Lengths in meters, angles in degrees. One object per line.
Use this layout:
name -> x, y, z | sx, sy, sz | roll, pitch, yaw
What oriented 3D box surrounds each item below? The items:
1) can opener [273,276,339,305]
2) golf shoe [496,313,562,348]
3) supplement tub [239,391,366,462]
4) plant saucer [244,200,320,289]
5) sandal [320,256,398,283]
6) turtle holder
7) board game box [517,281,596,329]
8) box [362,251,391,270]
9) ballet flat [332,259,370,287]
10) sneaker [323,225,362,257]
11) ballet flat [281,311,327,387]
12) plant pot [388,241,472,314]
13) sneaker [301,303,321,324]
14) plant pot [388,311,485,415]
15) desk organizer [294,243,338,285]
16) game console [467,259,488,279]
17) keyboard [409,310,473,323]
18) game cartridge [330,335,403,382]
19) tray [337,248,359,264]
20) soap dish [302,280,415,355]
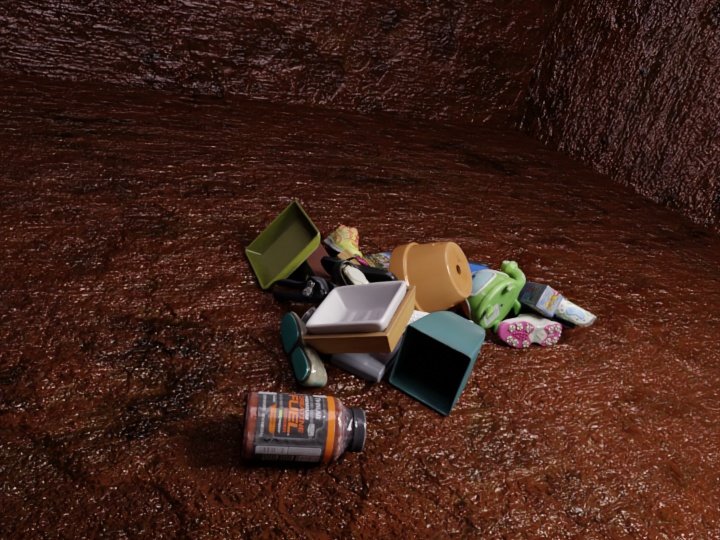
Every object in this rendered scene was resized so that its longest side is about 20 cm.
can opener -> -0.137, 0.049, 1.193 | 0.199, 0.064, 0.078 | -2, -24, 42
golf shoe -> 0.413, 0.147, 1.307 | 0.198, 0.076, 0.092 | 7, 20, -28
supplement tub -> -0.094, 0.259, 0.851 | 0.198, 0.108, 0.107 | 6, 30, -12
plant saucer -> -0.194, -0.061, 1.335 | 0.048, 0.200, 0.200 | 41, 7, -41
sandal -> 0.000, 0.000, 1.213 | 0.198, 0.075, 0.045 | 13, 55, 20
turtle holder -> 0.335, 0.052, 1.320 | 0.140, 0.186, 0.132 | 19, 15, -47
board game box -> 0.492, 0.093, 1.338 | 0.199, 0.062, 0.200 | 30, 1, 8
box -> 0.087, 0.019, 1.416 | 0.136, 0.038, 0.200 | -10, 36, -35
ballet flat -> 0.011, 0.056, 1.141 | 0.200, 0.068, 0.068 | 47, 64, 3
sneaker -> -0.038, -0.080, 1.433 | 0.078, 0.090, 0.200 | 42, 0, -31
ballet flat -> -0.117, 0.167, 1.066 | 0.062, 0.068, 0.201 | 23, 26, -34
plant pot -> 0.179, 0.016, 1.251 | 0.139, 0.201, 0.200 | -19, 12, 33
sneaker -> -0.053, 0.103, 1.189 | 0.199, 0.085, 0.075 | -25, 78, -23
plant pot -> 0.179, 0.173, 1.092 | 0.141, 0.142, 0.200 | 26, 25, 22
desk organizer -> -0.116, -0.002, 1.338 | 0.076, 0.072, 0.200 | 0, 32, -28
game console -> 0.264, 0.016, 1.517 | 0.198, 0.119, 0.172 | 10, 60, -5
keyboard -> 0.186, 0.134, 1.215 | 0.198, 0.011, 0.057 | 12, 70, -26
game cartridge -> 0.021, 0.162, 1.145 | 0.132, 0.041, 0.200 | 19, 29, 18
tray -> 0.016, 0.037, 1.291 | 0.037, 0.099, 0.200 | -33, 46, -16
soap dish -> 0.003, 0.097, 1.035 | 0.198, 0.082, 0.158 | -6, 30, 32
